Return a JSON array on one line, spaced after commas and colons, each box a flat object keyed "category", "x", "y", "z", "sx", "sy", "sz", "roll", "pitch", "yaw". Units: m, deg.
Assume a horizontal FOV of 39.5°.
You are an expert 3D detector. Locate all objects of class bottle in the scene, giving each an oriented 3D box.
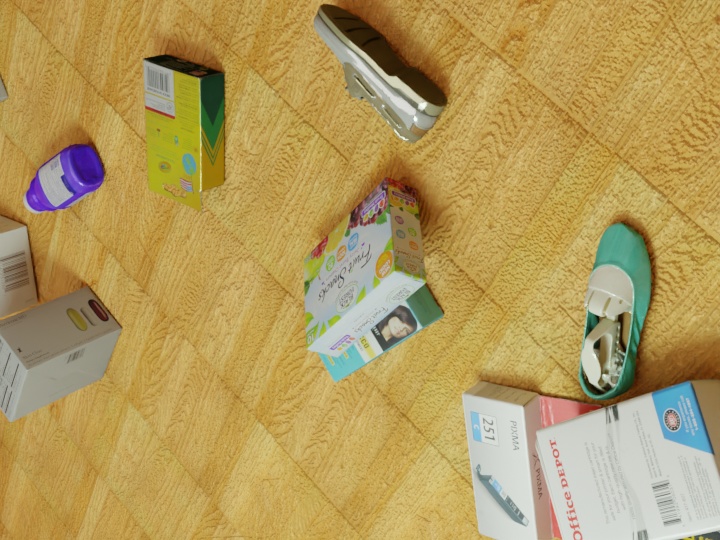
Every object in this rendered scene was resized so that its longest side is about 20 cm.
[{"category": "bottle", "x": -0.510, "y": -0.147, "z": 1.705, "sx": 0.199, "sy": 0.065, "sz": 0.084, "roll": -22, "pitch": 92, "yaw": 45}]

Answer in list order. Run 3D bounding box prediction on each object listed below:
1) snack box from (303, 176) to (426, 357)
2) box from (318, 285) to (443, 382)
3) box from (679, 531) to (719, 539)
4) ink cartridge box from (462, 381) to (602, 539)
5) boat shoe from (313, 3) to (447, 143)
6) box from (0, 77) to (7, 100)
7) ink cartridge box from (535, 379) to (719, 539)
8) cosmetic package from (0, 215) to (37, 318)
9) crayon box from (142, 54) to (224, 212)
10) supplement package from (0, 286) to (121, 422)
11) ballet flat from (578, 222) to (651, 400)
[{"category": "snack box", "x": 0.000, "y": 0.000, "z": 1.256, "sx": 0.200, "sy": 0.053, "sz": 0.144, "roll": -43, "pitch": 41, "yaw": 42}, {"category": "box", "x": 0.016, "y": 0.072, "z": 1.330, "sx": 0.200, "sy": 0.049, "sz": 0.083, "roll": -37, "pitch": 82, "yaw": 45}, {"category": "box", "x": 0.396, "y": 0.360, "z": 1.108, "sx": 0.157, "sy": 0.048, "sz": 0.203, "roll": 8, "pitch": 113, "yaw": 41}, {"category": "ink cartridge box", "x": 0.216, "y": 0.248, "z": 1.228, "sx": 0.175, "sy": 0.045, "sz": 0.203, "roll": 6, "pitch": 112, "yaw": 42}, {"category": "boat shoe", "x": 0.010, "y": -0.232, "z": 1.186, "sx": 0.200, "sy": 0.074, "sz": 0.069, "roll": 46, "pitch": 127, "yaw": 16}, {"category": "box", "x": -0.741, "y": -0.372, "z": 1.790, "sx": 0.151, "sy": 0.106, "sz": 0.202, "roll": -12, "pitch": 100, "yaw": 45}, {"category": "ink cartridge box", "x": 0.302, "y": 0.214, "z": 1.067, "sx": 0.199, "sy": 0.084, "sz": 0.148, "roll": -27, "pitch": 69, "yaw": 41}, {"category": "cosmetic package", "x": -0.748, "y": -0.008, "z": 1.912, "sx": 0.199, "sy": 0.166, "sz": 0.169, "roll": 16, "pitch": 119, "yaw": 38}, {"category": "crayon box", "x": -0.257, "y": -0.200, "z": 1.461, "sx": 0.126, "sy": 0.051, "sz": 0.202, "roll": 24, "pitch": 122, "yaw": 34}, {"category": "supplement package", "x": -0.547, "y": 0.144, "z": 1.770, "sx": 0.111, "sy": 0.199, "sz": 0.156, "roll": 46, "pitch": 132, "yaw": 16}, {"category": "ballet flat", "x": 0.269, "y": 0.052, "z": 1.076, "sx": 0.067, "sy": 0.070, "sz": 0.203, "roll": 16, "pitch": 118, "yaw": 37}]
